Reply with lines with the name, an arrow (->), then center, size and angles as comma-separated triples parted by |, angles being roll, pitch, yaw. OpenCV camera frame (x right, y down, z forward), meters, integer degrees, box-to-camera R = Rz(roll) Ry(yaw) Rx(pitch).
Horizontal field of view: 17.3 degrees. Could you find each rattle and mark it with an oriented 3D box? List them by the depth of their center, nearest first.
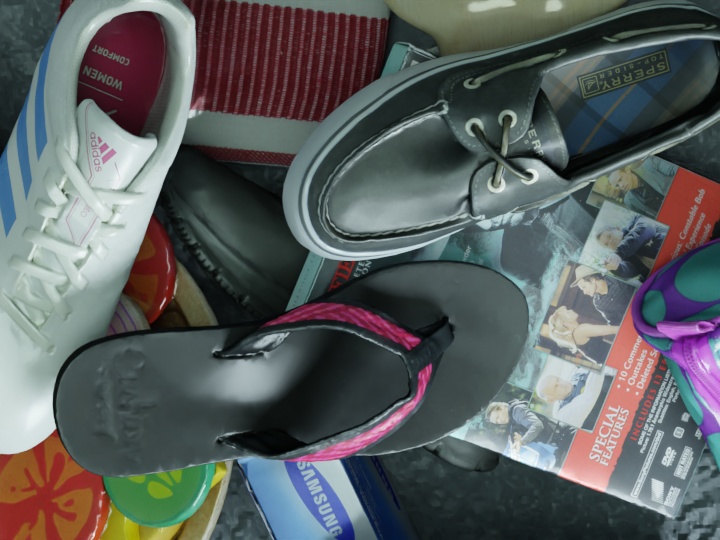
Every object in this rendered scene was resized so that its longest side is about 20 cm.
rattle -> 0.048, -0.147, 1.003 | 0.129, 0.143, 0.201 | -11, 143, -18

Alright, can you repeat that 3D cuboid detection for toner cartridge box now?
toner cartridge box -> 0.010, 0.150, 1.037 | 0.043, 0.095, 0.201 | -24, 99, 7

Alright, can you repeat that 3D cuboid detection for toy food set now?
toy food set -> -0.138, 0.064, 1.016 | 0.198, 0.049, 0.200 | -41, 64, 18

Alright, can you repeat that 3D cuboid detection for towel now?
towel -> -0.050, -0.144, 0.995 | 0.143, 0.023, 0.201 | 5, 108, -17

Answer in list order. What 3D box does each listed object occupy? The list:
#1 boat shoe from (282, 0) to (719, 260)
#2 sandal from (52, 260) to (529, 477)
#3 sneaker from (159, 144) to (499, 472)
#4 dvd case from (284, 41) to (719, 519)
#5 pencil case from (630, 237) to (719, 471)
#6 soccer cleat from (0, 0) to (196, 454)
boat shoe -> 0.064, -0.058, 0.936 | 0.199, 0.057, 0.069 | -24, 107, -12
sandal -> -0.021, 0.045, 0.932 | 0.199, 0.045, 0.076 | -11, 98, -18
sneaker -> 0.000, 0.000, 1.022 | 0.200, 0.076, 0.091 | 37, 93, -18
dvd case -> 0.076, 0.007, 0.995 | 0.199, 0.022, 0.147 | 20, 94, -22
pencil case -> 0.187, 0.079, 0.992 | 0.085, 0.092, 0.201 | -9, 117, 43
soccer cleat -> -0.117, -0.024, 0.936 | 0.070, 0.086, 0.201 | 18, 86, -19
